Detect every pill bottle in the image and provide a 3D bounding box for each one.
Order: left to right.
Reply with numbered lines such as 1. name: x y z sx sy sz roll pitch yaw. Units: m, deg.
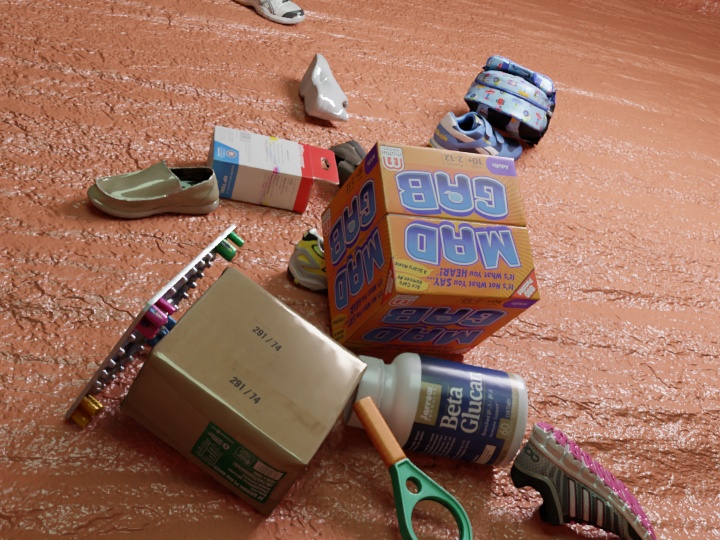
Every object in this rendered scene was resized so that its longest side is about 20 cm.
1. pill bottle: 0.086 0.158 1.181 0.198 0.112 0.111 12 32 -9

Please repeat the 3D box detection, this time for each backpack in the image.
1. backpack: 0.297 -0.341 2.002 0.182 0.135 0.200 26 8 11

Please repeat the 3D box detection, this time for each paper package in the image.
1. paper package: -0.122 0.124 1.085 0.199 0.104 0.191 36 38 1

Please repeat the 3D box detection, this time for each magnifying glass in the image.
1. magnifying glass: 0.051 0.225 1.083 0.079 0.022 0.201 -17 65 -38

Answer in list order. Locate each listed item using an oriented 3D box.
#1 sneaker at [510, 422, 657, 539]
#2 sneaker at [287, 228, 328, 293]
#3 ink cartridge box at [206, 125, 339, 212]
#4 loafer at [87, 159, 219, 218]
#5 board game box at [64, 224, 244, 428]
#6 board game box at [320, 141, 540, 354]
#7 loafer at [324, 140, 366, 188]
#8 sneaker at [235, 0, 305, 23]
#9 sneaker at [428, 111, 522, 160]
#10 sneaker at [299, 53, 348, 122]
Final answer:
1. sneaker: 0.250 0.264 1.152 0.200 0.088 0.074 41 13 -6
2. sneaker: 0.000 0.000 1.418 0.198 0.077 0.076 13 30 -12
3. ink cartridge box: -0.140 -0.157 1.595 0.198 0.068 0.117 10 33 -14
4. loafer: -0.295 -0.123 1.458 0.199 0.069 0.076 -5 38 -34
5. board game box: -0.219 0.060 1.098 0.026 0.200 0.200 41 33 -2
6. board game box: 0.082 -0.021 1.307 0.198 0.200 0.201 3 65 -23
7. loafer: -0.007 -0.144 1.659 0.070 0.074 0.200 -10 35 -22
8. sneaker: -0.208 -0.625 2.273 0.199 0.088 0.076 29 30 13
9. sneaker: 0.232 -0.254 1.935 0.199 0.083 0.074 4 33 -27
10. sneaker: -0.063 -0.341 1.940 0.088 0.075 0.201 20 35 -22
